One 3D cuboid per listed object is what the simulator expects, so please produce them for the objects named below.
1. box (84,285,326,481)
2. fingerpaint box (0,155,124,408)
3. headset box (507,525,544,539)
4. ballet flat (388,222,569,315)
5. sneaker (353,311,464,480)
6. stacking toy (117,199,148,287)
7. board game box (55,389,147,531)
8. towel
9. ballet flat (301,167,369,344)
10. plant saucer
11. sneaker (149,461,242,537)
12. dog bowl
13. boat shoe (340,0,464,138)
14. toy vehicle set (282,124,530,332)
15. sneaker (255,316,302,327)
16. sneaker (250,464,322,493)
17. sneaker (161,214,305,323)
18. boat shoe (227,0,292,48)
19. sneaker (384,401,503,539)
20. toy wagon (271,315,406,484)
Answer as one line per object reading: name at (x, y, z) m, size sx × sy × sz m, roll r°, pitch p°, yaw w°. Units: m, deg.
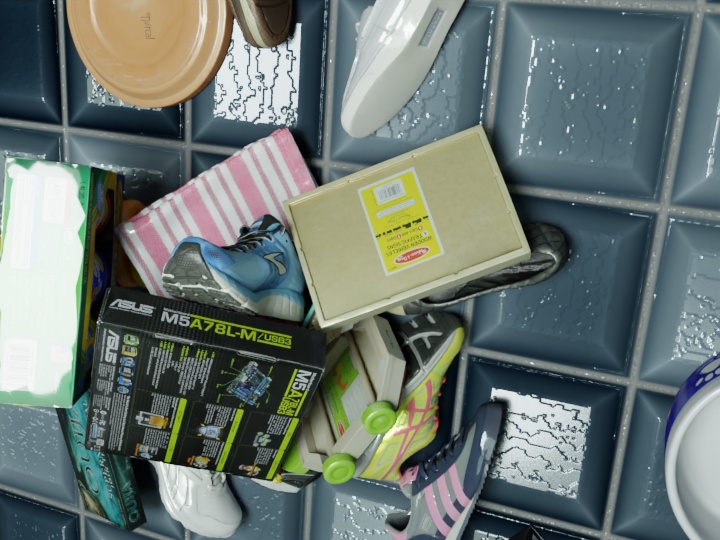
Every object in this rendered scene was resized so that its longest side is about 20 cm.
box at (-0.146, 0.112, 0.704) m, size 0.190 × 0.048 × 0.202 m, roll 11°, pitch 135°, yaw -13°
fingerpaint box at (-0.270, 0.006, 0.709) m, size 0.072 × 0.167 × 0.204 m, roll 5°, pitch 93°, yaw -8°
headset box at (0.113, 0.382, 0.772) m, size 0.093 × 0.174 × 0.200 m, roll 48°, pitch 116°, yaw 2°
ballet flat at (0.100, -0.002, 0.738) m, size 0.197 × 0.057 × 0.068 m, roll -19°, pitch 96°, yaw 24°
sneaker at (0.052, 0.132, 0.792) m, size 0.089 × 0.078 × 0.201 m, roll 27°, pitch 106°, yaw -25°
stacking toy at (-0.211, -0.025, 0.836) m, size 0.196 × 0.116 × 0.112 m, roll 4°, pitch 101°, yaw 8°
board game box at (-0.326, 0.206, 0.942) m, size 0.134 × 0.028 × 0.204 m, roll -2°, pitch 104°, yaw 48°
towel at (-0.122, -0.029, 0.763) m, size 0.198 × 0.030 × 0.148 m, roll -32°, pitch 108°, yaw -9°
ballet flat at (0.000, 0.000, 0.748) m, size 0.064 × 0.071 × 0.203 m, roll 23°, pitch 93°, yaw 2°
plant saucer at (-0.225, -0.273, 0.804) m, size 0.197 × 0.032 × 0.204 m, roll 6°, pitch 107°, yaw 20°
sneaker at (-0.193, 0.216, 0.900) m, size 0.099 × 0.078 × 0.201 m, roll -36°, pitch 91°, yaw 21°
dog bowl at (0.367, 0.166, 0.669) m, size 0.196 × 0.079 × 0.204 m, roll 5°, pitch 106°, yaw 19°
boat shoe at (0.030, -0.219, 0.705) m, size 0.069 × 0.071 × 0.202 m, roll 46°, pitch 124°, yaw 27°
toy vehicle set at (0.039, -0.037, 0.699) m, size 0.197 × 0.027 × 0.126 m, roll -20°, pitch 76°, yaw 6°
sneaker at (-0.146, 0.107, 0.793) m, size 0.199 × 0.087 × 0.074 m, roll -35°, pitch 67°, yaw 5°
sneaker at (-0.118, 0.159, 0.854) m, size 0.199 × 0.080 × 0.087 m, roll 36°, pitch 109°, yaw 6°
sneaker at (-0.105, -0.009, 0.682) m, size 0.077 × 0.200 × 0.092 m, roll 9°, pitch 85°, yaw 18°
boat shoe at (-0.120, -0.310, 0.739) m, size 0.074 × 0.074 × 0.206 m, roll -8°, pitch 95°, yaw 35°
sneaker at (0.084, 0.213, 0.794) m, size 0.081 × 0.070 × 0.203 m, roll 23°, pitch 110°, yaw 9°
toy wagon at (-0.029, 0.138, 0.780) m, size 0.039 × 0.156 × 0.201 m, roll 22°, pitch 115°, yaw -30°
